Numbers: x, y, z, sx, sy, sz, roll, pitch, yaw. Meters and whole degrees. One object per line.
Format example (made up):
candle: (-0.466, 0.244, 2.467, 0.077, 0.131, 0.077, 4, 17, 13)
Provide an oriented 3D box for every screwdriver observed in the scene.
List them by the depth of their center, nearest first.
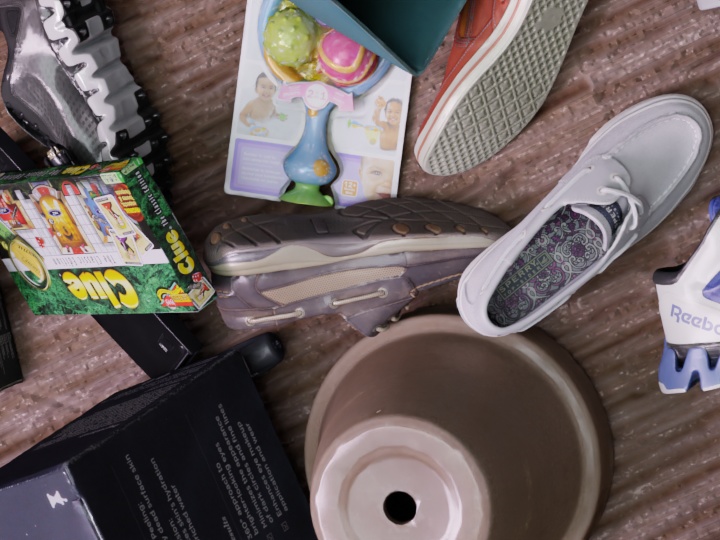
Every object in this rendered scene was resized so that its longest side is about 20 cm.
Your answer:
screwdriver: (-0.136, 0.095, 1.711, 0.200, 0.029, 0.028, -29, 89, 16)

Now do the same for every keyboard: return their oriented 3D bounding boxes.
keyboard: (-0.177, -0.017, 1.676, 0.200, 0.021, 0.127, 46, 149, 3)

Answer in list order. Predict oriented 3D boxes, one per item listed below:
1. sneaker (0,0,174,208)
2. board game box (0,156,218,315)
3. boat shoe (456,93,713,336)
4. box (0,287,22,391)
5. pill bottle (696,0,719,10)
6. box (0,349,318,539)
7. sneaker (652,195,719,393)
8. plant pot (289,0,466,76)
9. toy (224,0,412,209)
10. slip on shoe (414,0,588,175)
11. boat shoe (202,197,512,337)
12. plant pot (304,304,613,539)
sneaker: (-0.188, -0.105, 1.681, 0.090, 0.066, 0.200, -14, 101, 31)
board game box: (-0.177, -0.019, 1.635, 0.200, 0.023, 0.105, -3, 123, 53)
boat shoe: (0.142, -0.033, 1.573, 0.200, 0.069, 0.072, -36, 102, -3)
box: (-0.333, -0.001, 1.743, 0.160, 0.044, 0.200, -13, 94, 16)
pill bottle: (0.223, -0.262, 1.520, 0.111, 0.111, 0.200, -11, 94, 16)
box: (-0.129, 0.184, 1.612, 0.117, 0.200, 0.197, -19, 99, 35)
sneaker: (0.265, 0.001, 1.561, 0.199, 0.081, 0.115, -14, 96, 18)
plant pot: (-0.032, -0.239, 1.557, 0.200, 0.141, 0.141, 29, 86, 32)
toy: (-0.024, -0.137, 1.636, 0.115, 0.047, 0.200, 9, 102, 8)
slip on shoe: (0.089, -0.149, 1.603, 0.061, 0.074, 0.200, 45, 117, 41)
boat shoe: (0.000, 0.000, 1.629, 0.200, 0.075, 0.073, -4, 113, -3)
plant pot: (0.047, 0.132, 1.591, 0.200, 0.175, 0.200, 2, 99, 14)
